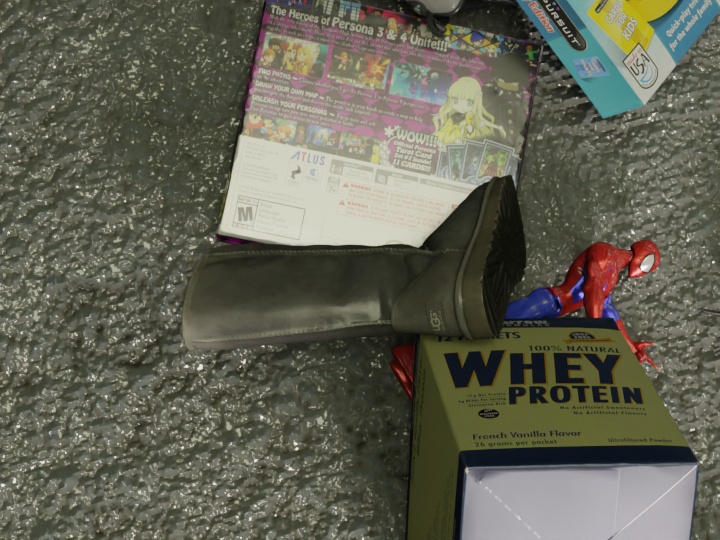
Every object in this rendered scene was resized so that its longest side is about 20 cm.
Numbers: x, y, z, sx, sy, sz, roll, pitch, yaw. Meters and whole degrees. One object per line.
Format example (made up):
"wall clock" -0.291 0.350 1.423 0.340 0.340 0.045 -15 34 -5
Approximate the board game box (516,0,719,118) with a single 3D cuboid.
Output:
"board game box" 0.160 -0.230 1.190 0.200 0.047 0.151 50 59 -17

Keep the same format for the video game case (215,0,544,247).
"video game case" 0.014 -0.089 1.213 0.199 0.036 0.182 11 81 -5

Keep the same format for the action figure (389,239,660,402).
"action figure" 0.130 0.050 1.192 0.200 0.065 0.099 -30 78 -8

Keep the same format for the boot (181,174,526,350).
"boot" 0.000 -0.002 1.140 0.199 0.182 0.073 -8 111 20

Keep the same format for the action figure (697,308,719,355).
"action figure" 0.337 0.002 1.204 0.200 0.102 0.119 -27 97 -11

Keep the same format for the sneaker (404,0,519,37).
"sneaker" 0.098 -0.241 1.223 0.200 0.078 0.140 -44 93 -15

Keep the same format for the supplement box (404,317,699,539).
"supplement box" 0.107 0.158 1.074 0.134 0.200 0.201 0 112 -7
